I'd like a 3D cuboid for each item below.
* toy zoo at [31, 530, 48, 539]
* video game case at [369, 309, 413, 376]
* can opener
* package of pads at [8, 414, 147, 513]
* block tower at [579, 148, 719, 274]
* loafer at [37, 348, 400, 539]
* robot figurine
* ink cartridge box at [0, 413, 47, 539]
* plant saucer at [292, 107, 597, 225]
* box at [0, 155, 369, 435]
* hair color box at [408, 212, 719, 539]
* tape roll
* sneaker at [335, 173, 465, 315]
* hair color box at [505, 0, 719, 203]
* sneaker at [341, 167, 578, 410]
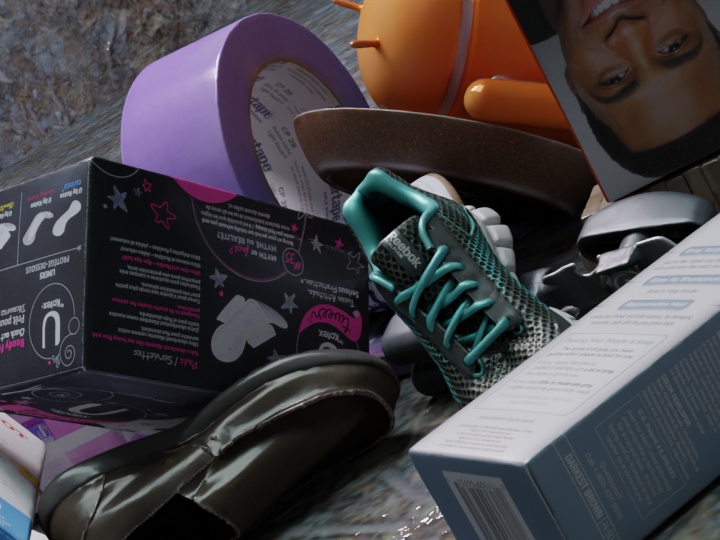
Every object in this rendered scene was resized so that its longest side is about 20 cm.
[{"bbox_3d":[-0.234,0.200,1.206,0.199,0.021,0.131,-32,13,-10],"label":"toy zoo"},{"bbox_3d":[-0.013,0.048,1.320,0.199,0.019,0.143,-22,15,28],"label":"video game case"},{"bbox_3d":[0.100,0.012,1.113,0.199,0.053,0.067,-18,37,42],"label":"can opener"},{"bbox_3d":[-0.193,0.096,1.375,0.199,0.076,0.121,-26,13,36],"label":"package of pads"},{"bbox_3d":[0.207,-0.047,1.124,0.199,0.054,0.058,-25,14,22],"label":"block tower"},{"bbox_3d":[-0.064,0.111,1.115,0.199,0.073,0.071,-27,49,-1],"label":"loafer"},{"bbox_3d":[0.084,-0.136,1.305,0.199,0.145,0.117,7,-21,-13],"label":"robot figurine"},{"bbox_3d":[-0.255,0.123,1.145,0.125,0.128,0.200,-50,11,6],"label":"ink cartridge box"},{"bbox_3d":[0.054,-0.059,1.331,0.199,0.035,0.200,9,-6,1],"label":"plant saucer"},{"bbox_3d":[-0.109,0.026,1.182,0.199,0.115,0.132,15,-21,-42],"label":"box"},{"bbox_3d":[0.128,0.047,0.919,0.200,0.061,0.099,-36,14,-23],"label":"hair color box"},{"bbox_3d":[-0.064,-0.063,1.448,0.085,0.201,0.200,-21,15,31],"label":"tape roll"},{"bbox_3d":[0.000,0.000,1.272,0.108,0.070,0.200,-27,5,-14],"label":"sneaker"},{"bbox_3d":[0.127,-0.149,1.111,0.101,0.201,0.061,-26,13,14],"label":"hair color box"},{"bbox_3d":[0.044,0.017,1.042,0.078,0.091,0.200,-51,34,10],"label":"sneaker"}]
